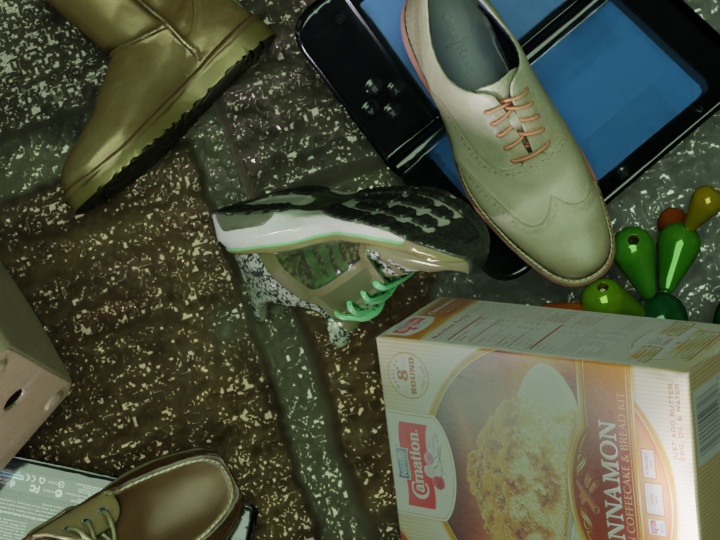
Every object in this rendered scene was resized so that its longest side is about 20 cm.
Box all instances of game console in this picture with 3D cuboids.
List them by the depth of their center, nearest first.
[{"bbox_3d":[0.094,-0.130,1.314,0.200,0.116,0.176,-40,116,-3],"label":"game console"}]

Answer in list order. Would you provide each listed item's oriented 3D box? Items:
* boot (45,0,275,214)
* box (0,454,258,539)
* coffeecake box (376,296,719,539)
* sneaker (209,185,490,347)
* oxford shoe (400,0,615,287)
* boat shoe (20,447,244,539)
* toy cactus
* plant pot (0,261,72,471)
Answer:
[{"bbox_3d":[-0.176,-0.158,1.357,0.200,0.066,0.175,44,75,4],"label":"boot"},{"bbox_3d":[-0.174,0.199,1.332,0.199,0.044,0.161,11,86,2],"label":"box"},{"bbox_3d":[0.116,0.105,1.248,0.199,0.073,0.154,5,112,35],"label":"coffeecake box"},{"bbox_3d":[0.000,0.000,1.306,0.077,0.199,0.089,-24,110,-42],"label":"sneaker"},{"bbox_3d":[0.081,-0.080,1.264,0.071,0.074,0.201,-33,86,-2],"label":"oxford shoe"},{"bbox_3d":[-0.158,0.171,1.275,0.199,0.074,0.076,-32,85,-2],"label":"boat shoe"},{"bbox_3d":[0.180,0.049,1.327,0.199,0.102,0.166,-26,104,-4],"label":"toy cactus"},{"bbox_3d":[-0.282,0.049,1.256,0.177,0.200,0.200,41,87,14],"label":"plant pot"}]
